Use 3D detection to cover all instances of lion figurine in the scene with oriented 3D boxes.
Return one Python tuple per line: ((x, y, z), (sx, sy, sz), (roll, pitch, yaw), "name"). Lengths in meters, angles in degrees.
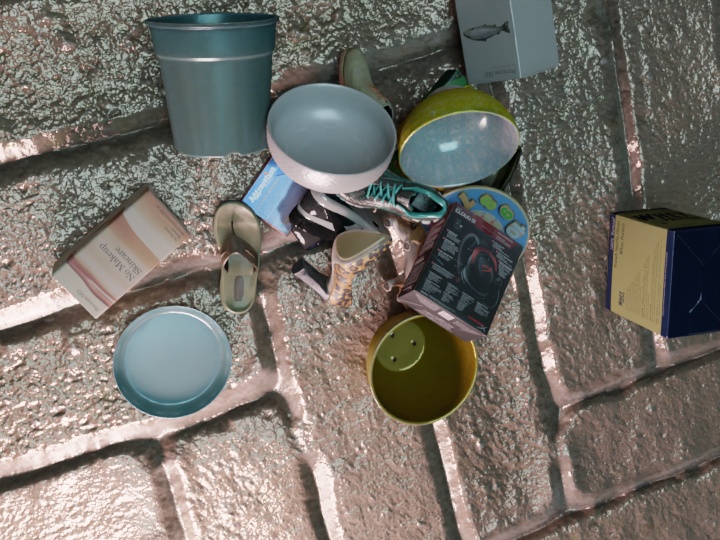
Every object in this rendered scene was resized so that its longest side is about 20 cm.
((0.093, -0.020, 1.402), (0.122, 0.072, 0.202), (-16, 118, -54), "lion figurine")

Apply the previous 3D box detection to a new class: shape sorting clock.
((0.202, -0.063, 1.420), (0.198, 0.039, 0.201), (1, 130, 1), "shape sorting clock")

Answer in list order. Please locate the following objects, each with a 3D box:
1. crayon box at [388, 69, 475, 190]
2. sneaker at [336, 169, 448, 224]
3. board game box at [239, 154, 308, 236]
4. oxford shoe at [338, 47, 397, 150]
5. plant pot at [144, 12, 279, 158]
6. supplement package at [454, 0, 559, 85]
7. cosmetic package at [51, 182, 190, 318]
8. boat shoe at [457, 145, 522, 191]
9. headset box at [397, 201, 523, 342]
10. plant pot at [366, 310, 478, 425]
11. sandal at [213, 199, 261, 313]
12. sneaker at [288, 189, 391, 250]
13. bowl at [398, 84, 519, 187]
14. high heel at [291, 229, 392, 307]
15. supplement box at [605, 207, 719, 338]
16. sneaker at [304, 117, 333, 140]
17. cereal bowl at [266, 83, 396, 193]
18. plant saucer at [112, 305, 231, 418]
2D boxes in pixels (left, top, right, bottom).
((0.138, -0.234, 1.395), (0.127, 0.051, 0.200), (40, 90, -21), "crayon box")
((0.055, -0.124, 1.274), (0.198, 0.091, 0.078), (11, 96, -13), "sneaker")
((-0.109, -0.168, 1.353), (0.103, 0.019, 0.201), (35, 91, -23), "board game box")
((0.020, -0.279, 1.312), (0.070, 0.074, 0.202), (-13, 86, -46), "oxford shoe")
((-0.218, -0.284, 1.213), (0.198, 0.200, 0.198), (-7, 113, -15), "plant pot")
((0.241, -0.425, 1.326), (0.117, 0.116, 0.202), (-25, 110, -39), "supplement package")
((-0.380, -0.034, 1.268), (0.200, 0.087, 0.103), (-43, 112, -3), "cosmetic package")
((0.222, -0.146, 1.415), (0.073, 0.065, 0.201), (8, 115, -31), "boat shoe")
((0.173, -0.006, 1.337), (0.148, 0.075, 0.201), (31, 68, -12), "headset box")
((0.091, 0.156, 1.424), (0.198, 0.142, 0.202), (-4, 103, -16), "plant pot")
((-0.203, -0.020, 1.337), (0.079, 0.057, 0.203), (-5, 108, -10), "sandal")
((-0.044, -0.071, 1.372), (0.112, 0.073, 0.199), (-42, 134, 21), "sneaker")
((0.152, -0.237, 1.301), (0.198, 0.200, 0.108), (0, 61, -17), "bowl")
((0.000, 0.000, 1.351), (0.199, 0.072, 0.142), (-20, 139, 31), "high heel")
((0.578, -0.002, 1.500), (0.133, 0.200, 0.202), (-5, 104, -15), "supplement box")
((-0.024, -0.190, 1.325), (0.199, 0.074, 0.087), (22, 94, -25), "sneaker")
((-0.048, -0.193, 1.227), (0.198, 0.201, 0.084), (-5, 146, -15), "cereal bowl")
((-0.321, 0.155, 1.362), (0.198, 0.027, 0.202), (-4, 104, -15), "plant saucer")
